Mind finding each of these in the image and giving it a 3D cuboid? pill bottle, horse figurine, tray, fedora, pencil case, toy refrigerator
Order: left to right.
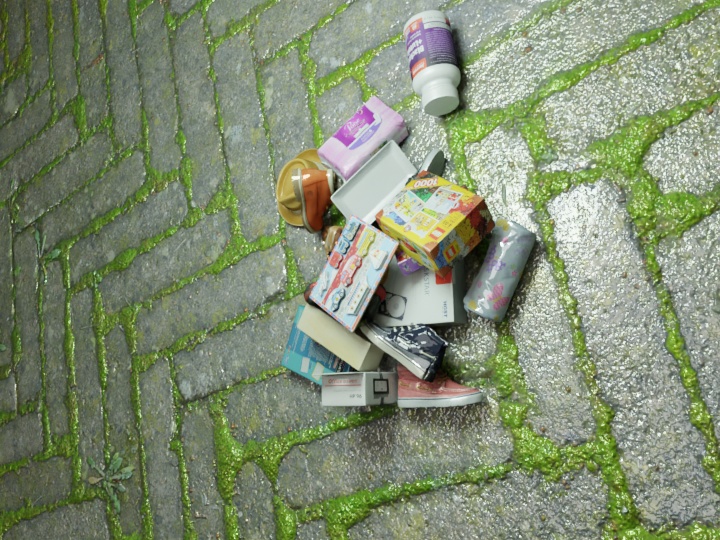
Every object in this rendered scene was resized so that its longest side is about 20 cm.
[{"bbox_3d":[-0.155,-0.217,1.567,0.195,0.081,0.208,-7,78,33],"label":"fedora"},{"bbox_3d":[-0.063,-0.053,1.447,0.048,0.200,0.137,8,80,-10],"label":"horse figurine"},{"bbox_3d":[-0.044,0.150,1.382,0.197,0.075,0.072,30,97,33],"label":"toy refrigerator"},{"bbox_3d":[0.034,-0.189,1.411,0.200,0.022,0.108,-43,96,-8],"label":"tray"},{"bbox_3d":[0.162,-0.456,1.378,0.109,0.110,0.207,-17,73,29],"label":"pill bottle"},{"bbox_3d":[0.277,-0.001,1.239,0.088,0.083,0.206,19,96,-5],"label":"pencil case"}]

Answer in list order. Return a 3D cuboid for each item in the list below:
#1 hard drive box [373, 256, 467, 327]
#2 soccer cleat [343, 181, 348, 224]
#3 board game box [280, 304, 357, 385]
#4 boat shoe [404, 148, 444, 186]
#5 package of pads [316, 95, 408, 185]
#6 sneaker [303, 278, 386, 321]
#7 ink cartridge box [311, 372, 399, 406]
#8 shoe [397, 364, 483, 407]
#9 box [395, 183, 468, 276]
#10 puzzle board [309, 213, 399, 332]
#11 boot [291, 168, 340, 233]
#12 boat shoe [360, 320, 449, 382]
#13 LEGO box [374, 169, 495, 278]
[{"bbox_3d":[0.125,0.041,1.342,0.195,0.076,0.162,-8,78,32],"label":"hard drive box"},{"bbox_3d":[-0.014,-0.143,1.475,0.084,0.062,0.206,121,147,-60],"label":"soccer cleat"},{"bbox_3d":[-0.086,0.188,1.476,0.196,0.046,0.156,19,92,34],"label":"board game box"},{"bbox_3d":[0.123,-0.180,1.387,0.056,0.068,0.205,30,101,33],"label":"boat shoe"},{"bbox_3d":[0.004,-0.298,1.445,0.200,0.076,0.120,-45,60,-6],"label":"package of pads"},{"bbox_3d":[-0.043,0.070,1.339,0.194,0.071,0.100,1,56,25],"label":"sneaker"},{"bbox_3d":[-0.007,0.252,1.321,0.113,0.198,0.070,-9,77,31],"label":"ink cartridge box"},{"bbox_3d":[0.159,0.234,1.290,0.195,0.071,0.094,-11,79,35],"label":"shoe"},{"bbox_3d":[0.157,-0.087,1.300,0.196,0.039,0.139,-28,38,11],"label":"box"},{"bbox_3d":[-0.018,0.001,1.288,0.149,0.017,0.204,33,98,40],"label":"puzzle board"},{"bbox_3d":[-0.095,-0.162,1.466,0.103,0.202,0.077,-8,56,0],"label":"boot"},{"bbox_3d":[0.094,0.138,1.287,0.198,0.074,0.094,34,94,27],"label":"boat shoe"},{"bbox_3d":[0.143,-0.097,1.223,0.148,0.078,0.199,-42,38,-9],"label":"LEGO box"}]
